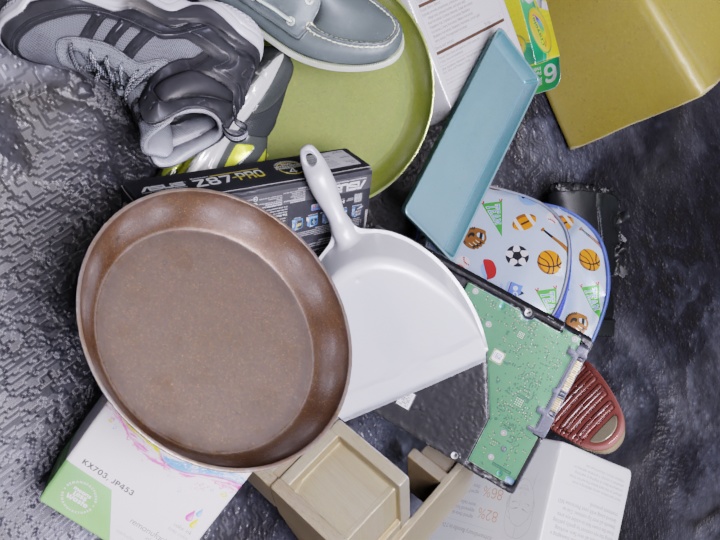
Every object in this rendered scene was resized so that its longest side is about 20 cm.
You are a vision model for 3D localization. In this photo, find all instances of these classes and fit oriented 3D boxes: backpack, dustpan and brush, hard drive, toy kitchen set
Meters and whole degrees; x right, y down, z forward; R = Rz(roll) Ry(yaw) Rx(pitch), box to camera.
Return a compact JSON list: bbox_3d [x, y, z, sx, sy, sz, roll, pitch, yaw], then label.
[{"bbox_3d":[0.133,0.013,0.826,0.187,0.154,0.204,13,79,3],"label":"backpack"},{"bbox_3d":[0.000,0.000,0.687,0.138,0.057,0.202,-23,113,8],"label":"dustpan and brush"},{"bbox_3d":[0.071,0.069,0.734,0.198,0.038,0.142,28,100,12],"label":"hard drive"},{"bbox_3d":[-0.015,0.174,0.796,0.163,0.179,0.202,-41,149,-25],"label":"toy kitchen set"}]

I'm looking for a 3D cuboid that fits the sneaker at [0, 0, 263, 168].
[{"bbox_3d":[-0.171,-0.141,0.653,0.196,0.076,0.116,4,64,-6],"label":"sneaker"}]

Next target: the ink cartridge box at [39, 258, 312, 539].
[{"bbox_3d":[-0.127,0.107,0.653,0.116,0.067,0.201,35,101,-13],"label":"ink cartridge box"}]

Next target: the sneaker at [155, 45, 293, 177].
[{"bbox_3d":[-0.109,-0.090,0.741,0.084,0.074,0.202,33,88,-40],"label":"sneaker"}]

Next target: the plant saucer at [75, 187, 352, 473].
[{"bbox_3d":[-0.097,0.040,0.602,0.198,0.034,0.203,19,53,-27],"label":"plant saucer"}]

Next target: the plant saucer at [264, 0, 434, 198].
[{"bbox_3d":[-0.035,-0.155,0.770,0.196,0.031,0.204,0,99,1],"label":"plant saucer"}]

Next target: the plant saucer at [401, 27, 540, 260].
[{"bbox_3d":[0.095,-0.110,0.771,0.070,0.019,0.202,41,66,-32],"label":"plant saucer"}]

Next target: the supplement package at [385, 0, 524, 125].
[{"bbox_3d":[0.048,-0.243,0.828,0.119,0.120,0.203,-32,105,-33],"label":"supplement package"}]

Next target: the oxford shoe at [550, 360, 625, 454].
[{"bbox_3d":[0.203,0.128,0.877,0.070,0.200,0.075,-40,116,-1],"label":"oxford shoe"}]

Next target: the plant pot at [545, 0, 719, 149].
[{"bbox_3d":[0.291,-0.287,0.968,0.194,0.195,0.201,-40,100,-29],"label":"plant pot"}]

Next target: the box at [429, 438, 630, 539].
[{"bbox_3d":[0.149,0.266,0.855,0.105,0.151,0.203,25,75,-31],"label":"box"}]

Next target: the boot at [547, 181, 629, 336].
[{"bbox_3d":[0.217,-0.013,0.965,0.196,0.073,0.166,4,88,-42],"label":"boot"}]

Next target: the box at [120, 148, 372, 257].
[{"bbox_3d":[-0.088,-0.004,0.719,0.197,0.049,0.164,-15,124,-31],"label":"box"}]

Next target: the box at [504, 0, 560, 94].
[{"bbox_3d":[0.122,-0.265,0.884,0.048,0.116,0.203,-26,102,-38],"label":"box"}]

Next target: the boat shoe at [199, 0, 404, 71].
[{"bbox_3d":[-0.055,-0.219,0.701,0.197,0.062,0.074,25,67,1],"label":"boat shoe"}]
